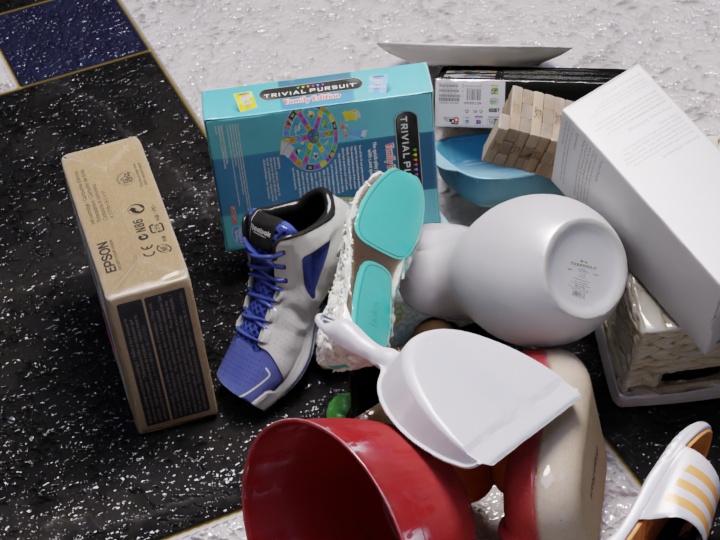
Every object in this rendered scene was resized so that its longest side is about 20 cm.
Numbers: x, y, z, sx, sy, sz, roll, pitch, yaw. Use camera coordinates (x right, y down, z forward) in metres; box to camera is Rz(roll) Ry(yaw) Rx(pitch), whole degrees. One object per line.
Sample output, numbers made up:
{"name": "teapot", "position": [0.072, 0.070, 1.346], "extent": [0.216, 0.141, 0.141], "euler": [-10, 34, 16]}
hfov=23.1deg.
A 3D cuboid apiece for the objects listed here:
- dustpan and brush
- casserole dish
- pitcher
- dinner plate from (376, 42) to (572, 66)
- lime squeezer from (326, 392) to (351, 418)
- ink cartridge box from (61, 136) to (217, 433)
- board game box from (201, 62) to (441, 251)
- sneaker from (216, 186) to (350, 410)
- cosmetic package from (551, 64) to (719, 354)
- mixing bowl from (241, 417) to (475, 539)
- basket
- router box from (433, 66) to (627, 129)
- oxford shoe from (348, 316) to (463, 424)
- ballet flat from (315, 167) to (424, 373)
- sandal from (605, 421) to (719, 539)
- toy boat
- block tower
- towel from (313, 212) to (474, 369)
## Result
{"name": "dustpan and brush", "position": [0.047, 0.076, 1.307], "extent": [0.200, 0.057, 0.139], "euler": [38, 39, 20]}
{"name": "casserole dish", "position": [0.161, -0.098, 1.672], "extent": [0.199, 0.039, 0.121], "euler": [-8, 25, -20]}
{"name": "pitcher", "position": [0.148, 0.005, 1.441], "extent": [0.171, 0.122, 0.200], "euler": [10, -6, -27]}
{"name": "dinner plate", "position": [0.116, -0.220, 1.790], "extent": [0.199, 0.024, 0.200], "euler": [1, 8, 0]}
{"name": "lime squeezer", "position": [0.006, 0.141, 1.457], "extent": [0.070, 0.038, 0.200], "euler": [21, 36, -22]}
{"name": "ink cartridge box", "position": [-0.189, 0.011, 1.506], "extent": [0.075, 0.165, 0.200], "euler": [-15, 42, -10]}
{"name": "board game box", "position": [-0.032, -0.100, 1.564], "extent": [0.199, 0.151, 0.047], "euler": [-7, 42, -2]}
{"name": "sneaker", "position": [-0.071, 0.006, 1.489], "extent": [0.080, 0.115, 0.200], "euler": [30, 83, 45]}
{"name": "cosmetic package", "position": [0.243, -0.048, 1.382], "extent": [0.085, 0.108, 0.200], "euler": [-31, 65, -17]}
{"name": "mixing bowl", "position": [0.013, 0.190, 1.292], "extent": [0.108, 0.201, 0.200], "euler": [-16, 41, -36]}
{"name": "basket", "position": [0.265, -0.003, 1.488], "extent": [0.135, 0.124, 0.201], "euler": [-7, 59, -4]}
{"name": "router box", "position": [0.174, -0.170, 1.724], "extent": [0.199, 0.051, 0.149], "euler": [2, 12, 6]}
{"name": "oxford shoe", "position": [0.037, 0.086, 1.437], "extent": [0.073, 0.084, 0.200], "euler": [-34, 15, 29]}
{"name": "ballet flat", "position": [0.000, 0.000, 1.436], "extent": [0.071, 0.072, 0.201], "euler": [7, 50, 12]}
{"name": "sandal", "position": [0.229, 0.207, 1.335], "extent": [0.059, 0.079, 0.207], "euler": [25, 57, 26]}
{"name": "toy boat", "position": [0.118, 0.152, 1.366], "extent": [0.130, 0.131, 0.200], "euler": [-3, 40, 17]}
{"name": "block tower", "position": [0.215, -0.110, 1.603], "extent": [0.199, 0.054, 0.058], "euler": [14, 54, -7]}
{"name": "towel", "position": [0.008, -0.001, 1.600], "extent": [0.170, 0.048, 0.200], "euler": [-20, 44, -13]}
